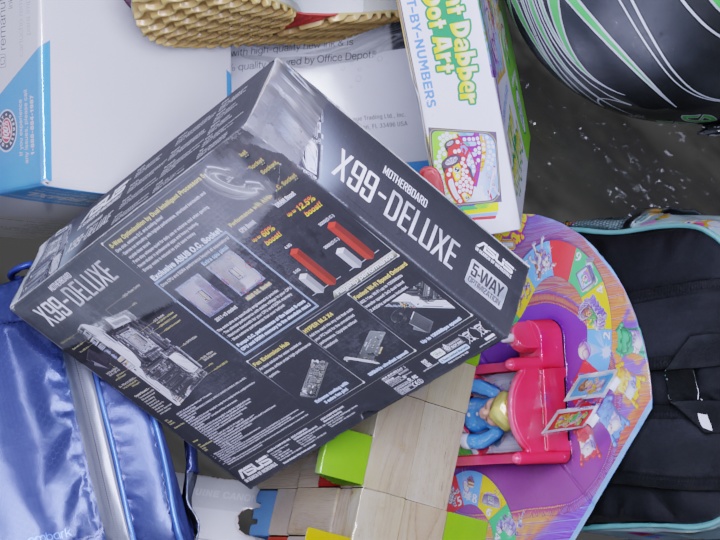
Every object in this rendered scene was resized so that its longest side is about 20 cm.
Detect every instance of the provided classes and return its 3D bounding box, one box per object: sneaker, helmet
[{"bbox_3d":[-0.052,-0.162,1.101,0.075,0.200,0.091,-15,84,33],"label":"sneaker"},{"bbox_3d":[0.164,-0.182,1.184,0.190,0.200,0.201,19,83,-26],"label":"helmet"}]

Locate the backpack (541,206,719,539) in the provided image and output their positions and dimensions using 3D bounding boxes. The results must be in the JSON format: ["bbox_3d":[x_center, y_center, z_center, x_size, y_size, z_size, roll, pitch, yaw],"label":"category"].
[{"bbox_3d":[0.180,0.055,1.166,0.153,0.200,0.177,3,84,-26],"label":"backpack"}]

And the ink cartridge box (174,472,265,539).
[{"bbox_3d":[-0.047,0.220,1.218,0.160,0.050,0.201,7,66,-4],"label":"ink cartridge box"}]

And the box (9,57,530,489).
[{"bbox_3d":[-0.046,0.009,1.038,0.158,0.200,0.050,38,45,-18],"label":"box"}]

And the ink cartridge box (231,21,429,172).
[{"bbox_3d":[-0.039,-0.104,1.218,0.144,0.084,0.201,-6,85,-7],"label":"ink cartridge box"}]

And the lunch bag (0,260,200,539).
[{"bbox_3d":[-0.152,0.088,1.162,0.132,0.136,0.201,-13,78,-8],"label":"lunch bag"}]

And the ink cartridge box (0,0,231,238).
[{"bbox_3d":[-0.177,-0.088,1.151,0.125,0.199,0.129,4,81,-46],"label":"ink cartridge box"}]

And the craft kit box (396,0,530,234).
[{"bbox_3d":[0.049,-0.136,1.144,0.048,0.200,0.198,-7,106,8],"label":"craft kit box"}]

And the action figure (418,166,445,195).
[{"bbox_3d":[0.000,0.000,1.129,0.065,0.200,0.052,1,74,-7],"label":"action figure"}]

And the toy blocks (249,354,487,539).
[{"bbox_3d":[-0.009,0.120,1.163,0.100,0.137,0.201,18,77,-25],"label":"toy blocks"}]

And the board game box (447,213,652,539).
[{"bbox_3d":[0.068,0.069,1.160,0.039,0.158,0.200,1,129,-37],"label":"board game box"}]
